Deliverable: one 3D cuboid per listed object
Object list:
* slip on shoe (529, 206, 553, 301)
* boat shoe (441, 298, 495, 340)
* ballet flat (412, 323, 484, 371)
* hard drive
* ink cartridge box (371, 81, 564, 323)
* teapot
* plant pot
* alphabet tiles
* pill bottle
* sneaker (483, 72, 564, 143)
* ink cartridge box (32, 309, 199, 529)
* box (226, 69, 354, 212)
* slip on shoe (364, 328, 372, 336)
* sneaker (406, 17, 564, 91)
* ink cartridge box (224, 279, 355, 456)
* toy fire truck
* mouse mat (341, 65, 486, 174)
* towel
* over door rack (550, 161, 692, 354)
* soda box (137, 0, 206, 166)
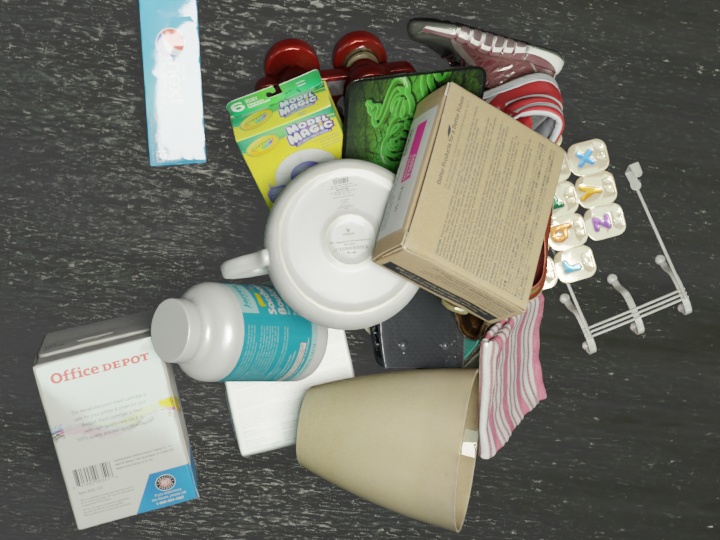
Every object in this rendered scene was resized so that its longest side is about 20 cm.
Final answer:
[{"bbox_3d":[0.195,-0.064,1.668,0.073,0.061,0.203,0,88,2],"label":"slip on shoe"},{"bbox_3d":[0.128,0.018,1.612,0.075,0.074,0.203,-53,148,-19],"label":"boat shoe"},{"bbox_3d":[0.094,0.144,1.739,0.200,0.068,0.064,-43,141,10],"label":"ballet flat"},{"bbox_3d":[0.064,0.016,1.678,0.133,0.042,0.203,2,83,-36],"label":"hard drive"},{"bbox_3d":[0.117,-0.070,1.489,0.163,0.075,0.202,27,66,-21],"label":"ink cartridge box"},{"bbox_3d":[-0.023,-0.023,1.555,0.199,0.146,0.198,35,80,-3],"label":"teapot"},{"bbox_3d":[0.030,0.195,1.633,0.197,0.187,0.190,7,101,11],"label":"plant pot"},{"bbox_3d":[0.217,-0.080,1.705,0.193,0.015,0.203,-15,90,0],"label":"alphabet tiles"},{"bbox_3d":[-0.139,0.071,1.590,0.199,0.110,0.112,4,103,-47],"label":"pill bottle"},{"bbox_3d":[0.144,-0.153,1.618,0.198,0.113,0.072,-26,120,12],"label":"sneaker"},{"bbox_3d":[-0.283,0.168,1.638,0.145,0.145,0.203,-13,103,-6],"label":"ink cartridge box"},{"bbox_3d":[-0.067,-0.130,1.575,0.116,0.049,0.201,-20,137,4],"label":"box"},{"bbox_3d":[0.000,0.000,1.692,0.060,0.076,0.201,-30,97,6],"label":"slip on shoe"},{"bbox_3d":[0.140,-0.227,1.670,0.197,0.076,0.117,13,102,-12],"label":"sneaker"},{"bbox_3d":[-0.092,0.112,1.721,0.160,0.050,0.203,-12,89,-6],"label":"ink cartridge box"},{"bbox_3d":[-0.030,-0.177,1.645,0.197,0.113,0.170,-7,126,-7],"label":"toy fire truck"},{"bbox_3d":[0.056,-0.141,1.569,0.159,0.008,0.202,-8,136,-11],"label":"mouse mat"},{"bbox_3d":[0.185,0.122,1.689,0.030,0.200,0.148,6,109,23],"label":"towel"},{"bbox_3d":[0.311,-0.016,1.750,0.146,0.067,0.202,-21,90,-5],"label":"over door rack"},{"bbox_3d":[-0.217,-0.225,1.614,0.067,0.064,0.203,-4,102,-9],"label":"soda box"}]
